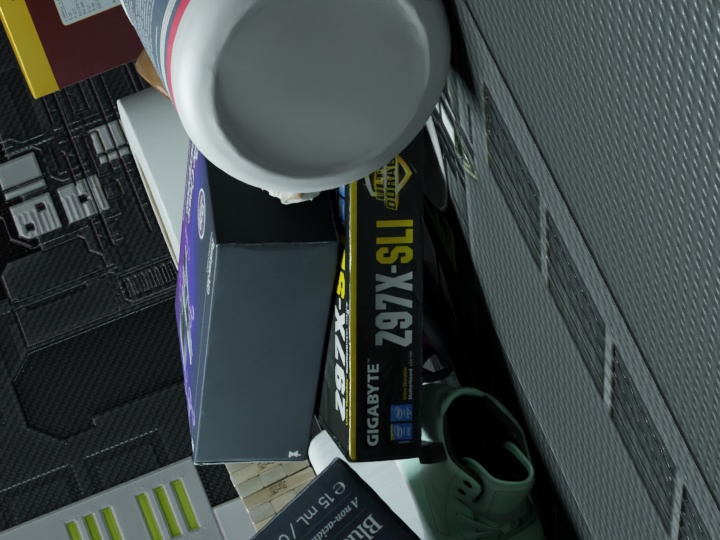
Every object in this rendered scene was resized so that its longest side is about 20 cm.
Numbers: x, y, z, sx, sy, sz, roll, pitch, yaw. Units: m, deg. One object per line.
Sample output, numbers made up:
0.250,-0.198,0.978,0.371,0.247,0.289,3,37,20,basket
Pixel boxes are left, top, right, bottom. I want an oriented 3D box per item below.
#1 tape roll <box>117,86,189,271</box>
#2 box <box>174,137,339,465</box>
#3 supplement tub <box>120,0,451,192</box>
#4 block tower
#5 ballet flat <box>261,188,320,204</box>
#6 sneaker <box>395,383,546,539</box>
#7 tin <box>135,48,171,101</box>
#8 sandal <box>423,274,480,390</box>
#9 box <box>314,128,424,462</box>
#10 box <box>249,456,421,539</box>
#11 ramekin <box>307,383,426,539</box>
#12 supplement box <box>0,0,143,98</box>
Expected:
-0.103,-0.071,2.016,0.203,0.139,0.203,159,90,-84,tape roll
-0.067,0.003,1.508,0.200,0.079,0.141,99,163,-45,box
-0.047,-0.142,1.241,0.200,0.140,0.141,-120,11,-54,supplement tub
-0.031,0.192,1.633,0.200,0.054,0.058,63,179,29,block tower
-0.050,-0.106,1.428,0.072,0.072,0.200,76,167,-50,ballet flat
0.082,0.161,1.483,0.201,0.074,0.118,63,164,-1,sneaker
-0.067,-0.096,1.626,0.200,0.042,0.112,38,-177,22,tin
0.030,0.034,1.608,0.201,0.048,0.075,-121,9,-48,sandal
0.000,0.000,1.475,0.160,0.049,0.201,-139,48,-73,box
-0.011,0.252,1.427,0.200,0.197,0.117,45,172,15,box
0.043,0.175,1.653,0.201,0.097,0.200,63,177,6,ramekin
-0.193,-0.253,1.887,0.197,0.199,0.133,-125,14,-65,supplement box
